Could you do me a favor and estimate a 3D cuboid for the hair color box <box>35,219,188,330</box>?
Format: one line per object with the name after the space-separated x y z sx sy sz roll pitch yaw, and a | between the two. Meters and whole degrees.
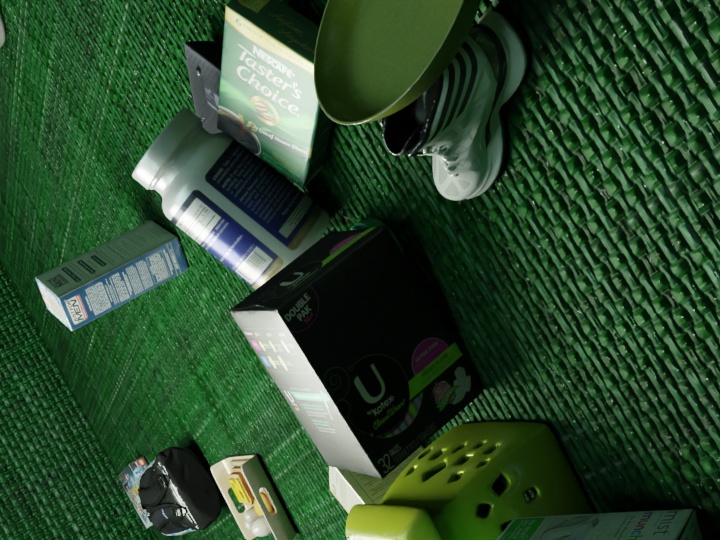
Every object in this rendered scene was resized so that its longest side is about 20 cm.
-0.366 0.005 1.964 0.100 0.199 0.061 28 140 53 | hair color box

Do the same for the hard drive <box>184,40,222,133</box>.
-0.141 -0.156 1.517 0.135 0.042 0.201 40 148 43 | hard drive

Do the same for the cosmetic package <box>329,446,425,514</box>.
0.060 0.274 1.493 0.200 0.103 0.073 49 155 31 | cosmetic package

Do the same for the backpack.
-0.337 0.413 2.454 0.200 0.153 0.164 -39 81 45 | backpack

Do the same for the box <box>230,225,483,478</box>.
-0.004 0.079 1.321 0.201 0.148 0.124 59 156 -13 | box

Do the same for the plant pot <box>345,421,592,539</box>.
0.110 0.275 1.291 0.200 0.181 0.200 64 156 -3 | plant pot

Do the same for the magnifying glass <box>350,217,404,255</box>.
0.000 0.000 1.421 0.080 0.022 0.200 60 158 5 | magnifying glass

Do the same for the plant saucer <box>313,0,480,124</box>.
0.034 -0.197 0.990 0.200 0.031 0.201 -35 45 44 | plant saucer

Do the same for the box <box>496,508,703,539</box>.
0.216 0.313 1.123 0.175 0.097 0.201 -9 106 35 | box

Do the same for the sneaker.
0.057 -0.112 1.057 0.076 0.115 0.201 50 155 24 | sneaker

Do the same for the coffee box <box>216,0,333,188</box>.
-0.083 -0.180 1.321 0.123 0.044 0.200 35 151 10 | coffee box

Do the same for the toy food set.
-0.183 0.379 2.170 0.144 0.060 0.200 63 157 -2 | toy food set

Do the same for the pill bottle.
-0.140 -0.076 1.432 0.200 0.116 0.116 40 158 -7 | pill bottle

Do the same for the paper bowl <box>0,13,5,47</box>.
-0.677 -0.432 2.260 0.201 0.104 0.202 47 152 34 | paper bowl

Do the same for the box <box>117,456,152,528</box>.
-0.476 0.492 2.936 0.137 0.038 0.200 60 157 5 | box
